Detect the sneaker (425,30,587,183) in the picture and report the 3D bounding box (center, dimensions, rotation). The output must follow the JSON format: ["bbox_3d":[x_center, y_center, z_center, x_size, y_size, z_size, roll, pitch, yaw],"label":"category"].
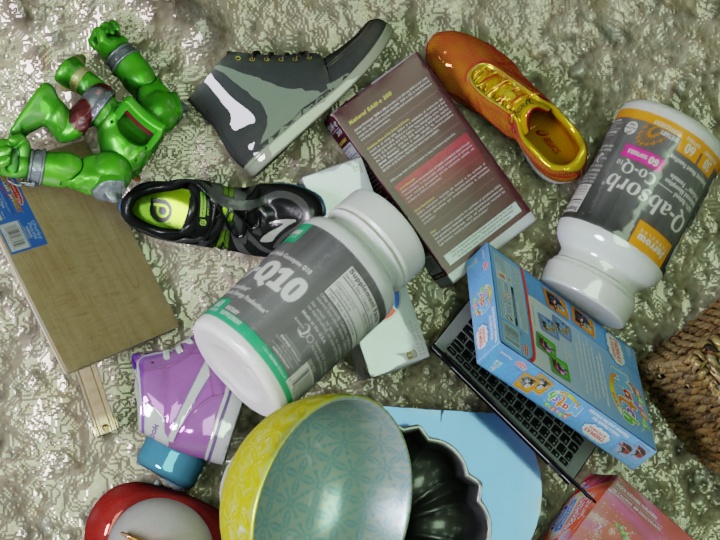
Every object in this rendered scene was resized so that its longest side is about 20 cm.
[{"bbox_3d":[0.147,-0.168,1.661,0.200,0.077,0.073,40,81,7],"label":"sneaker"}]

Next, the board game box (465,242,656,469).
[{"bbox_3d":[0.185,0.079,1.589,0.199,0.152,0.037,34,119,-22],"label":"board game box"}]

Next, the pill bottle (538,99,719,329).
[{"bbox_3d":[0.259,-0.053,1.651,0.116,0.116,0.201,30,81,-5],"label":"pill bottle"}]

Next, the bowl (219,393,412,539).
[{"bbox_3d":[-0.058,0.197,1.473,0.199,0.107,0.203,-12,106,-47],"label":"bowl"}]

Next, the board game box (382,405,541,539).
[{"bbox_3d":[0.073,0.213,1.639,0.198,0.039,0.160,4,86,-1],"label":"board game box"}]

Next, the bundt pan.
[{"bbox_3d":[0.019,0.238,1.575,0.199,0.076,0.204,0,87,-1],"label":"bundt pan"}]

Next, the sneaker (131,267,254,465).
[{"bbox_3d":[-0.148,0.069,1.582,0.113,0.073,0.202,18,59,1],"label":"sneaker"}]

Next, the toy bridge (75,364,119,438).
[{"bbox_3d":[-0.266,0.056,1.584,0.027,0.067,0.202,-18,88,-10],"label":"toy bridge"}]

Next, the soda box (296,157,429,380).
[{"bbox_3d":[0.000,0.000,1.629,0.063,0.068,0.202,-19,88,-11],"label":"soda box"}]

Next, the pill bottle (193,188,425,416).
[{"bbox_3d":[-0.042,0.026,1.520,0.200,0.113,0.113,-43,92,-22],"label":"pill bottle"}]

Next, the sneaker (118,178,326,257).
[{"bbox_3d":[-0.130,-0.048,1.586,0.197,0.083,0.072,4,96,9],"label":"sneaker"}]

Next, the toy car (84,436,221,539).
[{"bbox_3d":[-0.161,0.258,1.514,0.176,0.200,0.186,29,82,-5],"label":"toy car"}]

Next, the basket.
[{"bbox_3d":[0.373,0.101,1.612,0.148,0.200,0.143,-36,90,-11],"label":"basket"}]

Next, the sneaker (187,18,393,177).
[{"bbox_3d":[-0.065,-0.194,1.633,0.200,0.075,0.106,-44,95,-9],"label":"sneaker"}]

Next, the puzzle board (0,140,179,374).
[{"bbox_3d":[-0.263,-0.014,1.568,0.150,0.017,0.201,-23,83,-51],"label":"puzzle board"}]

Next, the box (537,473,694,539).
[{"bbox_3d":[0.277,0.291,1.631,0.200,0.100,0.096,41,80,-3],"label":"box"}]

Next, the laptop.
[{"bbox_3d":[0.169,0.100,1.588,0.187,0.116,0.200,44,54,-3],"label":"laptop"}]

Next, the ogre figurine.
[{"bbox_3d":[-0.241,-0.136,1.574,0.119,0.200,0.099,32,123,0],"label":"ogre figurine"}]

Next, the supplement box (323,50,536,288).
[{"bbox_3d":[0.066,-0.096,1.652,0.108,0.061,0.201,-35,92,-11],"label":"supplement box"}]
